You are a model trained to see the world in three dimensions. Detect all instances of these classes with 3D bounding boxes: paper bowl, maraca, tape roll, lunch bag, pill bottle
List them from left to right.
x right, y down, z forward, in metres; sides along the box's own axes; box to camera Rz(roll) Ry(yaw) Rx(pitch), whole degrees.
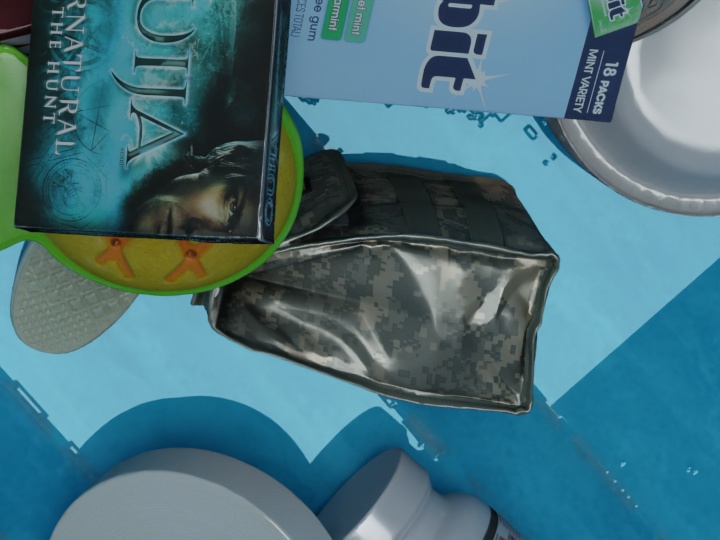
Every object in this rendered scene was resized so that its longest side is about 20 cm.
[{"bbox_3d":[-0.129,-0.056,1.408,0.198,0.107,0.138,7,102,-8],"label":"maraca"},{"bbox_3d":[-0.097,0.204,1.571,0.201,0.037,0.204,9,114,21],"label":"tape roll"},{"bbox_3d":[0.000,0.000,1.530,0.198,0.164,0.119,7,104,-7],"label":"lunch bag"},{"bbox_3d":[0.065,0.208,1.595,0.200,0.116,0.116,43,93,-10],"label":"pill bottle"},{"bbox_3d":[0.204,-0.131,1.561,0.199,0.104,0.202,-1,101,-6],"label":"paper bowl"}]

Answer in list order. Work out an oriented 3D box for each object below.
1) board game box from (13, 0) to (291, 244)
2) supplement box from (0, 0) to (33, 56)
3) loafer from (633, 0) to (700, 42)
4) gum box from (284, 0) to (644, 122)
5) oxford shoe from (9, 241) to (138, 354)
[{"bbox_3d":[-0.102,-0.117,1.341,0.134,0.028,0.202,3,86,15],"label":"board game box"},{"bbox_3d":[-0.209,-0.201,1.461,0.198,0.133,0.199,-14,77,-3],"label":"supplement box"},{"bbox_3d":[0.134,-0.159,1.477,0.200,0.063,0.072,-37,75,19],"label":"loafer"},{"bbox_3d":[0.057,-0.169,1.396,0.198,0.045,0.171,3,120,-17],"label":"gum box"},{"bbox_3d":[-0.150,-0.039,1.568,0.075,0.058,0.201,20,112,-15],"label":"oxford shoe"}]
